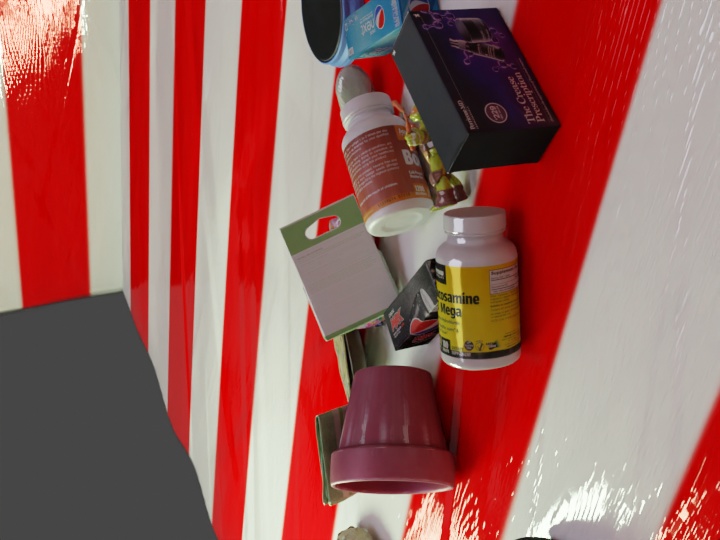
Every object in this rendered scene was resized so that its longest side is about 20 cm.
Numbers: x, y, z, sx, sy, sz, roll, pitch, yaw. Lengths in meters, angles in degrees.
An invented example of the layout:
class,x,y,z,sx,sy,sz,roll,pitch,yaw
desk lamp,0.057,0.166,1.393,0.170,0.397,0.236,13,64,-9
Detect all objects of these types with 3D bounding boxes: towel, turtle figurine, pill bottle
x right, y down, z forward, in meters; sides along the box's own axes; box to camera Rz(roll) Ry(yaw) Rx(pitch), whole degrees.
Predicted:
class,x,y,z,sx,sy,sz,roll,pitch,yaw
towel,0.005,0.290,1.768,0.023,0.198,0.156,2,101,45
turtle figurine,0.106,-0.171,1.502,0.200,0.063,0.164,-38,-71,-79
pill bottle,0.157,0.021,1.418,0.112,0.110,0.204,-160,63,-63
pill bottle,0.035,-0.165,1.631,0.112,0.110,0.204,131,125,-61

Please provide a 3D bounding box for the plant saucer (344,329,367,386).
class,x,y,z,sx,sy,sz,roll,pitch,yaw
plant saucer,-0.013,0.157,1.909,0.200,0.031,0.204,168,90,-83

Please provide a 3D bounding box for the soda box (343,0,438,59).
class,x,y,z,sx,sy,sz,roll,pitch,yaw
soda box,0.044,-0.372,1.587,0.199,0.067,0.066,174,86,-67

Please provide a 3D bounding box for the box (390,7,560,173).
class,x,y,z,sx,sy,sz,roll,pitch,yaw
box,0.141,-0.229,1.328,0.079,0.139,0.203,115,138,-53

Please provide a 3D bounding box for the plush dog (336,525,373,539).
class,x,y,z,sx,sy,sz,roll,pitch,yaw
plush dog,-0.025,0.580,2.040,0.199,0.158,0.175,21,91,61

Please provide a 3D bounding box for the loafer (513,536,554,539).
class,x,y,z,sx,sy,sz,roll,pitch,yaw
loafer,0.256,0.401,1.391,0.199,0.071,0.064,-5,100,65

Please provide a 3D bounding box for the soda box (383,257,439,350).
class,x,y,z,sx,sy,sz,roll,pitch,yaw
soda box,0.102,0.052,1.619,0.200,0.062,0.072,124,132,-58

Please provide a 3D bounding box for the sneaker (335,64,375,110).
class,x,y,z,sx,sy,sz,roll,pitch,yaw
sneaker,0.008,-0.238,1.740,0.072,0.070,0.204,-45,-56,-71

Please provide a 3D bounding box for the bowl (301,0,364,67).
class,x,y,z,sx,sy,sz,roll,pitch,yaw
bowl,-0.052,-0.451,1.814,0.200,0.039,0.205,170,90,-66

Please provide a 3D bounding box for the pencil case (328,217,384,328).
class,x,y,z,sx,sy,sz,roll,pitch,yaw
pencil case,0.000,0.000,1.816,0.087,0.086,0.204,168,91,-66

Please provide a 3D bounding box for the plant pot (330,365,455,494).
class,x,y,z,sx,sy,sz,roll,pitch,yaw
plant pot,0.051,0.253,1.677,0.200,0.196,0.183,140,133,-63

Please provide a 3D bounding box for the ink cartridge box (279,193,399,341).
class,x,y,z,sx,sy,sz,roll,pitch,yaw
ink cartridge box,-0.031,-0.004,1.754,0.048,0.143,0.203,-6,-108,-84

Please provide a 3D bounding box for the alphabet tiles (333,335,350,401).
class,x,y,z,sx,sy,sz,roll,pitch,yaw
alphabet tiles,-0.040,0.131,1.940,0.167,0.006,0.203,-110,12,-59
